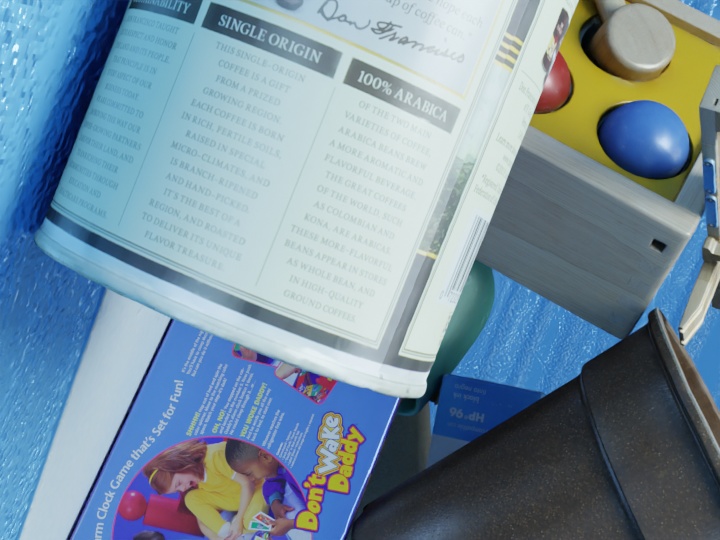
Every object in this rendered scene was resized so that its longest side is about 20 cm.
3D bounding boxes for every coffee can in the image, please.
[{"bbox_3d":[-0.008,-0.077,0.425,0.146,0.145,0.201,8,105,-85],"label":"coffee can"}]

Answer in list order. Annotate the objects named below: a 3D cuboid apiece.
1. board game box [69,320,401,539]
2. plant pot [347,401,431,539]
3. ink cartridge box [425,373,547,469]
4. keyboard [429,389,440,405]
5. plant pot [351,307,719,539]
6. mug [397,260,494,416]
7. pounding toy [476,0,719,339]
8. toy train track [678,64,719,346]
[{"bbox_3d":[-0.064,0.108,0.676,0.045,0.134,0.201,96,17,-72],"label":"board game box"},{"bbox_3d":[-0.033,0.148,0.973,0.200,0.198,0.179,84,16,-79],"label":"plant pot"},{"bbox_3d":[0.075,0.175,0.805,0.116,0.067,0.202,31,69,-73],"label":"ink cartridge box"},{"bbox_3d":[0.071,0.002,0.945,0.201,0.020,0.128,104,-17,-52],"label":"keyboard"},{"bbox_3d":[0.115,0.155,0.649,0.197,0.201,0.200,-29,-175,14],"label":"plant pot"},{"bbox_3d":[0.001,-0.003,0.826,0.115,0.184,0.152,-49,149,-17],"label":"mug"},{"bbox_3d":[0.125,-0.111,0.693,0.200,0.183,0.143,-54,169,-34],"label":"pounding toy"},{"bbox_3d":[0.189,-0.030,0.610,0.115,0.032,0.200,-64,153,-19],"label":"toy train track"}]
